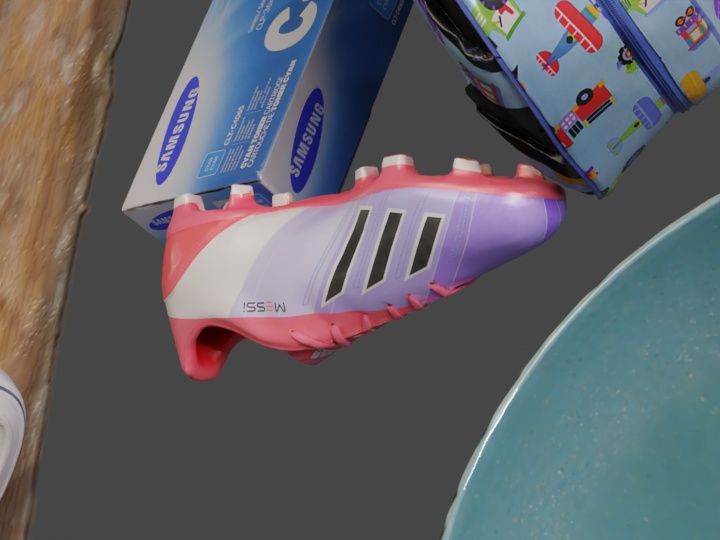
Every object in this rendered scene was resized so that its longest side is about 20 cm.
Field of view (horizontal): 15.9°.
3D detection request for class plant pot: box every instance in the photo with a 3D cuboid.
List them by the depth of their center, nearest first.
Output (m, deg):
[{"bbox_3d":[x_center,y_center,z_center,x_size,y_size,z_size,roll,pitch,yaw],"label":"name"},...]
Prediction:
[{"bbox_3d":[0.134,0.088,0.658,0.200,0.135,0.200,-31,37,27],"label":"plant pot"}]

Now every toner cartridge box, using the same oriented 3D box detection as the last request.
[{"bbox_3d":[-0.028,-0.104,1.138,0.095,0.043,0.200,-11,49,47],"label":"toner cartridge box"}]

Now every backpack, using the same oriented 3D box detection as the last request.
[{"bbox_3d":[0.073,-0.137,0.931,0.134,0.183,0.200,-27,53,11],"label":"backpack"}]

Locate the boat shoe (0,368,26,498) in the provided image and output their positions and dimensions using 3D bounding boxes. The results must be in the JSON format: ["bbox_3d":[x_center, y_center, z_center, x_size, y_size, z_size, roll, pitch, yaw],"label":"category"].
[{"bbox_3d":[-0.199,0.134,1.098,0.200,0.073,0.065,-58,36,7],"label":"boat shoe"}]

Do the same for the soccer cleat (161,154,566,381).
[{"bbox_3d":[0.000,0.000,0.996,0.200,0.067,0.077,-6,84,41],"label":"soccer cleat"}]
